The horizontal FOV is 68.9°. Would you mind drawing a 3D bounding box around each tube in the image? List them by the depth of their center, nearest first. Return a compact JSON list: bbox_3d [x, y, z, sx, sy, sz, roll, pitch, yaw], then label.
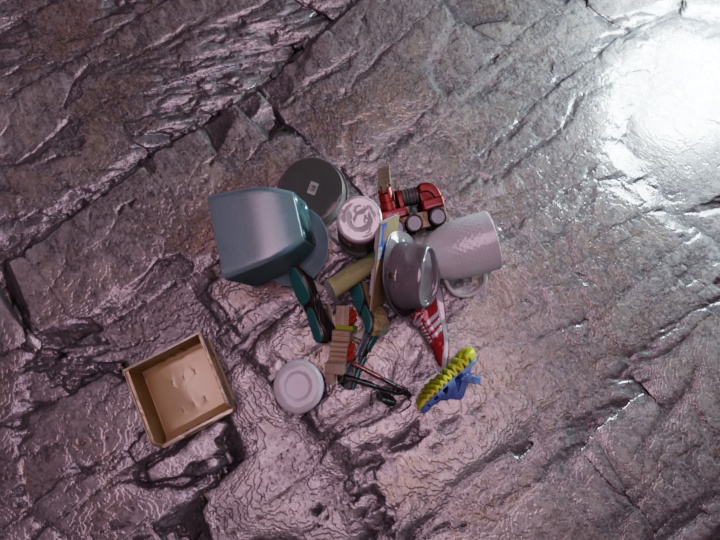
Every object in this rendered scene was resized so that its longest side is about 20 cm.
[{"bbox_3d":[0.000,0.000,1.315,0.198,0.052,0.058,-34,70,-26],"label":"tube"}]

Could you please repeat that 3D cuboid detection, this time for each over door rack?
[{"bbox_3d":[-0.183,0.160,1.303,0.197,0.067,0.150,-33,79,-8],"label":"over door rack"}]

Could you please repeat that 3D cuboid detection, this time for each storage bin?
[{"bbox_3d":[-0.426,0.287,1.257,0.196,0.094,0.202,-26,79,-7],"label":"storage bin"}]

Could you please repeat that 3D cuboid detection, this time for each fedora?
[{"bbox_3d":[0.129,0.007,1.227,0.088,0.175,0.206,-1,74,38],"label":"fedora"}]

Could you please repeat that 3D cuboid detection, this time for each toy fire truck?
[{"bbox_3d":[0.117,-0.193,1.371,0.171,0.129,0.206,-15,88,-5],"label":"toy fire truck"}]

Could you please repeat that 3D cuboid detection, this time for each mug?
[{"bbox_3d":[0.257,-0.028,1.325,0.170,0.148,0.205,-16,108,5],"label":"mug"}]

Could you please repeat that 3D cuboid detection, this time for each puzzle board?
[{"bbox_3d":[0.054,-0.022,1.241,0.017,0.150,0.206,10,105,19],"label":"puzzle board"}]

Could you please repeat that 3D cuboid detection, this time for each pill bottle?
[{"bbox_3d":[-0.135,0.268,1.212,0.109,0.200,0.116,0,77,-1],"label":"pill bottle"},{"bbox_3d":[-0.004,-0.098,1.294,0.107,0.200,0.114,0,78,-1],"label":"pill bottle"}]

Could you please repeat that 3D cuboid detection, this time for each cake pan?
[{"bbox_3d":[-0.129,-0.213,1.401,0.194,0.037,0.207,0,78,-1],"label":"cake pan"}]

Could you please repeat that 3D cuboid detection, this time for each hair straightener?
[{"bbox_3d":[0.043,0.291,1.266,0.197,0.041,0.079,29,84,-21],"label":"hair straightener"}]

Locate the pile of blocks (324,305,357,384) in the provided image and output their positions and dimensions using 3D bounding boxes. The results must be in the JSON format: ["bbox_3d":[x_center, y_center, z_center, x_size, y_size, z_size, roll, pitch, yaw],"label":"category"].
[{"bbox_3d":[-0.034,0.176,1.253,0.060,0.083,0.205,2,62,17],"label":"pile of blocks"}]

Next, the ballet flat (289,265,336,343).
[{"bbox_3d":[-0.113,0.079,1.286,0.067,0.068,0.205,-16,82,-39],"label":"ballet flat"}]

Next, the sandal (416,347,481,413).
[{"bbox_3d":[0.223,0.283,1.282,0.199,0.079,0.088,-39,95,-5],"label":"sandal"}]

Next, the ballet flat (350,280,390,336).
[{"bbox_3d":[0.025,0.090,1.293,0.069,0.072,0.202,-18,37,-5],"label":"ballet flat"}]

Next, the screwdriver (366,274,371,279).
[{"bbox_3d":[0.082,0.033,1.337,0.196,0.028,0.030,23,99,17],"label":"screwdriver"}]

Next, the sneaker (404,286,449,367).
[{"bbox_3d":[0.160,0.143,1.311,0.109,0.072,0.206,-3,70,-6],"label":"sneaker"}]

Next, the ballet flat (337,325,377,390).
[{"bbox_3d":[-0.004,0.193,1.301,0.073,0.074,0.204,26,77,5],"label":"ballet flat"}]

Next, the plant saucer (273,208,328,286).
[{"bbox_3d":[-0.168,-0.062,1.350,0.195,0.039,0.208,-1,86,17],"label":"plant saucer"}]

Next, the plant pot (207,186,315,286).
[{"bbox_3d":[-0.219,-0.091,1.253,0.194,0.196,0.202,-15,81,9],"label":"plant pot"}]
